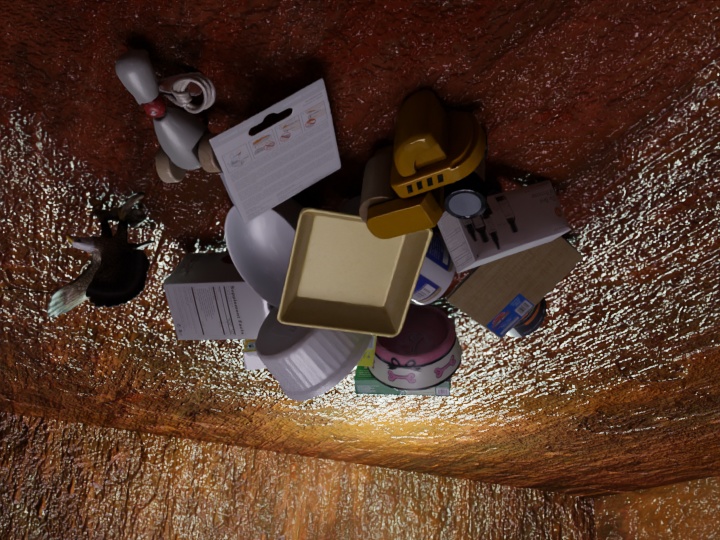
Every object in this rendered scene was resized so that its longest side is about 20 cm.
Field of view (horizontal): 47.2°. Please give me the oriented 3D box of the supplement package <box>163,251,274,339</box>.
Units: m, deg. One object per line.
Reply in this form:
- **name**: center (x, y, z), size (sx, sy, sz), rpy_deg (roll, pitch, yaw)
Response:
- **supplement package**: center (-0.235, 0.044, 1.498), size (0.195, 0.122, 0.122), rpy_deg (-2, 117, 14)

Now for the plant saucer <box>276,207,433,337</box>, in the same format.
- **plant saucer**: center (-0.013, -0.004, 1.216), size (0.195, 0.049, 0.204), rpy_deg (8, 122, -14)

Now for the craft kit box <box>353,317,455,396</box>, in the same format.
- **craft kit box**: center (0.096, 0.175, 1.707), size (0.195, 0.199, 0.049), rpy_deg (-1, 124, 10)

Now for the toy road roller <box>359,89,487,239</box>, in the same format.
- **toy road roller**: center (0.070, -0.144, 1.073), size (0.196, 0.125, 0.146), rpy_deg (-15, 138, 28)

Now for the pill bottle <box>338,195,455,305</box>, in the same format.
- **pill bottle**: center (0.052, -0.035, 1.315), size (0.118, 0.122, 0.198), rpy_deg (-16, 146, 39)

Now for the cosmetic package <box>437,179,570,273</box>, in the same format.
- **cosmetic package**: center (0.204, -0.065, 1.161), size (0.197, 0.084, 0.050), rpy_deg (-18, 172, -34)

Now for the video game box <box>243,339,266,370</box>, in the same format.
- **video game box**: center (-0.126, 0.120, 1.600), size (0.194, 0.183, 0.048), rpy_deg (-5, 113, -4)

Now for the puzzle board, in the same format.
- **puzzle board**: center (0.254, 0.009, 1.358), size (0.150, 0.018, 0.200), rpy_deg (33, 109, -33)

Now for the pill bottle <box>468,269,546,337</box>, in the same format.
- **pill bottle**: center (0.257, 0.039, 1.469), size (0.104, 0.109, 0.200), rpy_deg (-8, 154, 27)

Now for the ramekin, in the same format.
- **ramekin**: center (-0.082, 0.105, 1.370), size (0.198, 0.203, 0.098), rpy_deg (-17, 126, 40)

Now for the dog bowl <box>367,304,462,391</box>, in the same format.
- **dog bowl**: center (0.105, 0.144, 1.648), size (0.195, 0.202, 0.075), rpy_deg (0, 127, 10)

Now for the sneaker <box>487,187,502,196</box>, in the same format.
- **sneaker**: center (0.179, -0.067, 1.274), size (0.073, 0.080, 0.201), rpy_deg (2, 157, 5)

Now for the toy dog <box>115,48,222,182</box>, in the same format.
- **toy dog**: center (-0.233, -0.206, 1.049), size (0.128, 0.098, 0.202), rpy_deg (7, 142, 2)

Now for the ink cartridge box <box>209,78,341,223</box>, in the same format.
- **ink cartridge box**: center (-0.110, -0.160, 1.056), size (0.158, 0.048, 0.201), rpy_deg (-30, 155, -9)

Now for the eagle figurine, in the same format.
- **eagle figurine**: center (-0.421, -0.012, 1.352), size (0.147, 0.205, 0.152), rpy_deg (8, 157, -12)

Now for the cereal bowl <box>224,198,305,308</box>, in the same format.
- **cereal bowl**: center (-0.121, -0.040, 1.320), size (0.197, 0.083, 0.203), rpy_deg (25, 136, 27)

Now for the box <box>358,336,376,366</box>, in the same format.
- **box**: center (-0.008, 0.128, 1.649), size (0.049, 0.077, 0.200), rpy_deg (6, -172, -9)
